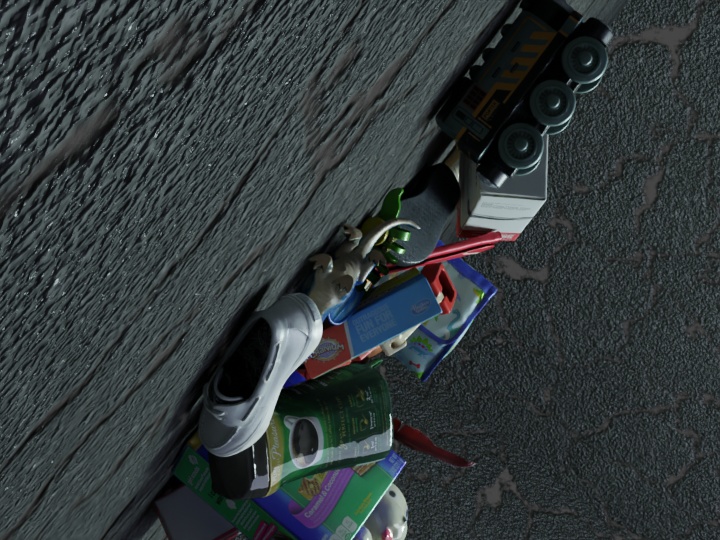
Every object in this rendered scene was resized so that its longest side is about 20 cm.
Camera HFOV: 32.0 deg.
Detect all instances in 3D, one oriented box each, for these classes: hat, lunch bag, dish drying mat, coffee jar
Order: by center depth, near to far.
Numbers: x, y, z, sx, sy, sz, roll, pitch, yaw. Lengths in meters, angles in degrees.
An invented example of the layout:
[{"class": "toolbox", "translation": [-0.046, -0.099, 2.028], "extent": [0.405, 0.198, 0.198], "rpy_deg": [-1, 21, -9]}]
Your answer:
[{"class": "coffee jar", "translation": [-0.065, 0.165, 1.288], "extent": [0.198, 0.106, 0.085], "rpy_deg": [-11, -170, -36]}, {"class": "dish drying mat", "translation": [0.076, -0.013, 1.556], "extent": [0.198, 0.018, 0.077], "rpy_deg": [-15, 177, -25]}, {"class": "hat", "translation": [0.005, 0.226, 1.604], "extent": [0.165, 0.177, 0.200], "rpy_deg": [-31, 174, -19]}, {"class": "lunch bag", "translation": [0.090, 0.037, 1.848], "extent": [0.128, 0.170, 0.201], "rpy_deg": [-47, 174, -47]}]

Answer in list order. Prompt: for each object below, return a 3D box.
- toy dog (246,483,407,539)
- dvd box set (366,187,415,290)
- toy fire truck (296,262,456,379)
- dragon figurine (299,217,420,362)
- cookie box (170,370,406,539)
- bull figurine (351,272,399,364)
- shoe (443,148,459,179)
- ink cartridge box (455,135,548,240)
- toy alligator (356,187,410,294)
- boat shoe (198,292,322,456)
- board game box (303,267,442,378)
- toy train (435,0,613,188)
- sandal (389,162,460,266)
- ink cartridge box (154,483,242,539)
[{"class": "toy dog", "translation": [-0.030, 0.323, 1.479], "extent": [0.199, 0.141, 0.194], "rpy_deg": [-31, -168, -15]}, {"class": "dvd box set", "translation": [0.022, -0.014, 1.652], "extent": [0.201, 0.029, 0.146], "rpy_deg": [-51, 175, -5]}, {"class": "toy fire truck", "translation": [0.018, 0.075, 1.493], "extent": [0.140, 0.049, 0.201], "rpy_deg": [-8, -147, 38]}, {"class": "dragon figurine", "translation": [-0.023, 0.012, 1.238], "extent": [0.200, 0.059, 0.100], "rpy_deg": [-47, 173, -43]}, {"class": "cookie box", "translation": [-0.077, 0.214, 1.367], "extent": [0.171, 0.199, 0.075], "rpy_deg": [-47, 174, -44]}, {"class": "bull figurine", "translation": [0.023, 0.062, 1.672], "extent": [0.200, 0.065, 0.122], "rpy_deg": [-49, 174, -40]}, {"class": "shoe", "translation": [0.138, -0.133, 1.745], "extent": [0.201, 0.053, 0.070], "rpy_deg": [-53, 175, 12]}, {"class": "ink cartridge box", "translation": [0.172, -0.131, 1.542], "extent": [0.200, 0.082, 0.146], "rpy_deg": [103, -9, -77]}, {"class": "toy alligator", "translation": [0.000, 0.000, 1.396], "extent": [0.201, 0.054, 0.059], "rpy_deg": [-53, 175, 9]}, {"class": "boat shoe", "translation": [-0.104, 0.100, 1.110], "extent": [0.068, 0.072, 0.200], "rpy_deg": [-13, 153, -47]}, {"class": "board game box", "translation": [0.008, 0.053, 1.359], "extent": [0.152, 0.041, 0.200], "rpy_deg": [-27, -177, 0]}, {"class": "toy train", "translation": [0.165, -0.184, 1.268], "extent": [0.201, 0.114, 0.085], "rpy_deg": [-53, 174, 3]}, {"class": "sandal", "translation": [0.067, -0.062, 1.526], "extent": [0.043, 0.077, 0.200], "rpy_deg": [-20, -165, 35]}, {"class": "ink cartridge box", "translation": [-0.157, 0.276, 1.507], "extent": [0.144, 0.086, 0.200], "rpy_deg": [-28, 171, -5]}]
